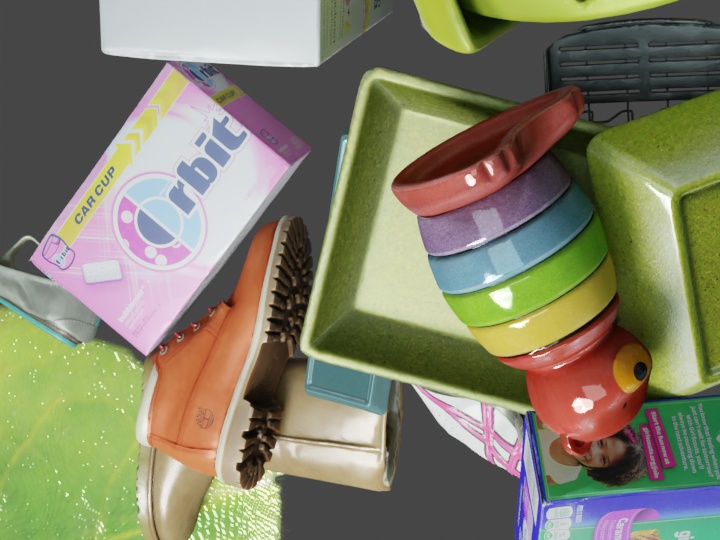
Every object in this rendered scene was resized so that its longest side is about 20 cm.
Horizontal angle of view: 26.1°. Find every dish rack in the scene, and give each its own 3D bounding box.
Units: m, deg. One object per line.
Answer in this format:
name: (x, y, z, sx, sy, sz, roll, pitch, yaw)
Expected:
dish rack: (0.194, -0.067, 1.047, 0.152, 0.055, 0.202, -1, 107, 16)

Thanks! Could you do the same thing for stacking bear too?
stacking bear: (0.110, 0.011, 0.935, 0.113, 0.121, 0.201, -16, 107, 46)

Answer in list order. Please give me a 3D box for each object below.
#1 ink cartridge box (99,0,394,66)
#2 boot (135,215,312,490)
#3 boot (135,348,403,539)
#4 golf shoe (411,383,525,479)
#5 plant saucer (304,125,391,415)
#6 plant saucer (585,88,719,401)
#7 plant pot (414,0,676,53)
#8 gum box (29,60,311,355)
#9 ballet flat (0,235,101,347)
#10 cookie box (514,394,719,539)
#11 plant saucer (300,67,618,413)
ink cartridge box: (-0.066, -0.223, 0.997, 0.143, 0.200, 0.147, 4, 110, 13)
boot: (-0.101, 0.049, 1.141, 0.106, 0.075, 0.202, 14, 82, 22)
boot: (-0.071, 0.147, 1.193, 0.198, 0.066, 0.177, 5, 107, 15)
golf shoe: (0.107, 0.104, 1.132, 0.200, 0.073, 0.092, 45, 147, -7)
plant saucer: (0.000, 0.000, 1.116, 0.069, 0.019, 0.202, 13, 99, 29)
plant saucer: (0.255, -0.019, 0.976, 0.199, 0.048, 0.201, -20, 117, -9)
plant pot: (0.114, -0.248, 0.940, 0.180, 0.199, 0.201, -18, 102, 28)
gum box: (-0.143, -0.045, 1.143, 0.113, 0.066, 0.200, 39, 110, 0)
ballet flat: (-0.289, -0.006, 1.221, 0.199, 0.067, 0.064, 25, 86, 7)
cookie box: (0.208, 0.157, 1.031, 0.198, 0.076, 0.172, -6, 143, -1)
plant saucer: (0.078, -0.019, 1.022, 0.198, 0.048, 0.202, 15, 109, 1)
